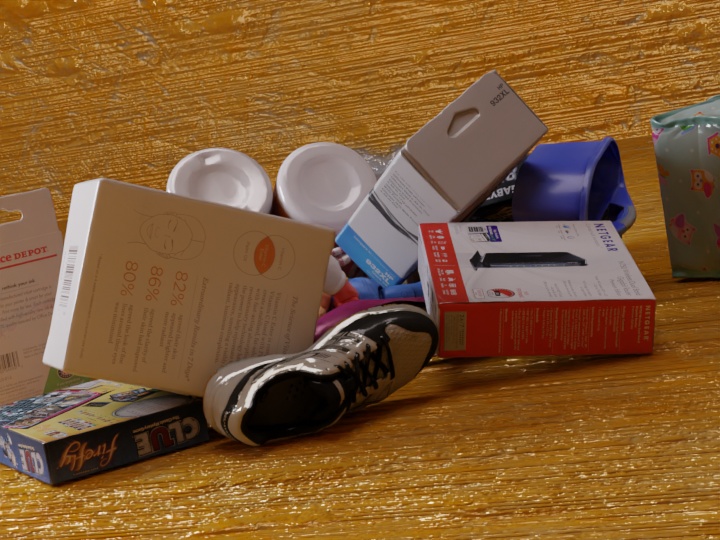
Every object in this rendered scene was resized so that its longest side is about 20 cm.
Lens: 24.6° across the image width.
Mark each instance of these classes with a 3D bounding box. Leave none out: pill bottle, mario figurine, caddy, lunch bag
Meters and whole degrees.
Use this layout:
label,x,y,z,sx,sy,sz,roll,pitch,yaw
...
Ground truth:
label,x,y,z,sx,sy,sz,roll,pitch,yaw
pill bottle,-0.159,-0.029,1.794,0.113,0.115,0.201,-12,-31,-18
pill bottle,-0.050,-0.043,1.815,0.111,0.113,0.201,-12,-27,-18
mario figurine,-0.016,0.019,1.566,0.198,0.125,0.106,-7,32,-19
caddy,0.218,-0.051,1.623,0.104,0.143,0.200,2,22,19
lunch bag,0.393,-0.095,1.665,0.121,0.172,0.199,0,16,45

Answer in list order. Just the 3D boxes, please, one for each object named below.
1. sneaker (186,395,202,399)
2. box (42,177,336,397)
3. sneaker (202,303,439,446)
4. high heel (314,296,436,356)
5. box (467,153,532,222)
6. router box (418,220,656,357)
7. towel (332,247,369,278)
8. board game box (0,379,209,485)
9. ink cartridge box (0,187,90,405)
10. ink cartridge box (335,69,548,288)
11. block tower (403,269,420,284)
label,x,y,z,sx,sy,sz,roll,pitch,yaw
sneaker,-0.146,0.073,1.486,0.079,0.079,0.200,-16,20,-12
box,-0.139,0.021,1.327,0.198,0.154,0.106,12,-4,-20
sneaker,-0.018,0.089,1.265,0.198,0.076,0.088,-22,17,-17
high heel,0.047,0.048,1.435,0.199,0.068,0.096,-12,-3,-41
box,0.143,-0.060,1.844,0.198,0.050,0.198,-15,-19,23
router box,0.144,0.012,1.410,0.177,0.049,0.200,-1,20,-3
towel,0.000,0.000,1.753,0.198,0.030,0.147,-23,-16,-16
board game box,-0.225,0.127,1.343,0.134,0.035,0.199,-14,9,-28
ink cartridge box,-0.337,0.030,1.569,0.116,0.202,0.067,-15,9,-37
ink cartridge box,0.076,-0.082,1.601,0.145,0.084,0.200,-42,-5,-30
block tower,0.115,0.002,1.762,0.198,0.055,0.058,-14,8,-34
